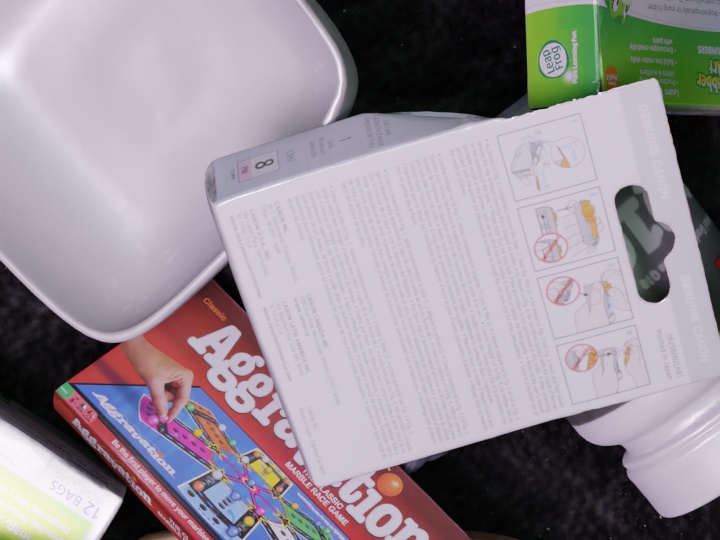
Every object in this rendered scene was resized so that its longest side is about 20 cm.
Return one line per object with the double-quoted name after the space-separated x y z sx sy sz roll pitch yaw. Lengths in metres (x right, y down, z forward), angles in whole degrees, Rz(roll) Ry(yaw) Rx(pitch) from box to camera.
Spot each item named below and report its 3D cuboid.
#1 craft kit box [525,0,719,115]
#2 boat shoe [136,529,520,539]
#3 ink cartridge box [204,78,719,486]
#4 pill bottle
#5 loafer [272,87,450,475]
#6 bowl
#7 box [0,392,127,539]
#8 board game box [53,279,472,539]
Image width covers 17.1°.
0.143 -0.172 1.115 0.048 0.199 0.200 -5 89 37 "craft kit box"
-0.011 0.157 1.165 0.198 0.072 0.065 3 87 -9 "boat shoe"
0.048 0.000 1.068 0.198 0.057 0.164 -18 121 1 "ink cartridge box"
0.123 0.010 1.148 0.114 0.114 0.201 -38 93 -2 "pill bottle"
0.000 0.000 1.172 0.063 0.072 0.202 -20 90 -40 "loafer"
-0.108 -0.091 1.121 0.200 0.075 0.200 48 110 9 "bowl"
-0.207 0.159 1.135 0.112 0.101 0.201 33 89 -3 "box"
-0.042 0.100 1.129 0.103 0.020 0.200 -36 69 -29 "board game box"
